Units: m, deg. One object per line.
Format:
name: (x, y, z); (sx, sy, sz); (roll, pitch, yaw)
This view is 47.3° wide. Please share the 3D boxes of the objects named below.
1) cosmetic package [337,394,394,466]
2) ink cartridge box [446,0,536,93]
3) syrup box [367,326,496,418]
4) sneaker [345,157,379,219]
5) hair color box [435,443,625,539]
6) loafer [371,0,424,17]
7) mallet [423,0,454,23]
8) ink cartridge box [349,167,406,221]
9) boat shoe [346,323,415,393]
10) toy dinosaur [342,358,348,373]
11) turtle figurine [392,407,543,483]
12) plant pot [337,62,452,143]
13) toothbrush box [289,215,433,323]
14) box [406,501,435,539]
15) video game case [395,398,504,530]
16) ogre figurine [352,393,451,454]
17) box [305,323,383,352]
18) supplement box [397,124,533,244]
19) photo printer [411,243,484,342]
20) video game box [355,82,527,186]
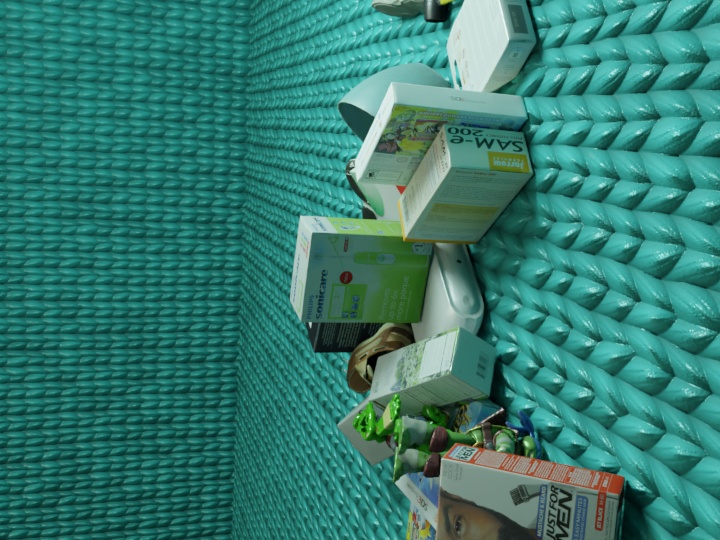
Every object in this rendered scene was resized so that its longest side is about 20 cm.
cosmetic package: (0.042, 0.274, 1.491); (0.108, 0.085, 0.200); (47, 153, 3)
ink cartridge box: (0.187, -0.334, 1.210); (0.200, 0.047, 0.161); (114, 151, -62)
syrup box: (0.105, 0.159, 1.239); (0.200, 0.081, 0.079); (-29, 37, 49)
sneaker: (0.053, -0.145, 1.584); (0.075, 0.115, 0.202); (2, 123, 42)
hair color box: (0.190, 0.275, 0.933); (0.064, 0.198, 0.112); (-14, -71, -65)
loafer: (0.085, -0.504, 1.500); (0.200, 0.071, 0.063); (28, 99, 63)
mallet: (0.156, -0.451, 1.315); (0.200, 0.041, 0.067); (-178, 86, -68)
ink cartridge box: (0.067, -0.114, 1.426); (0.162, 0.050, 0.200); (57, 171, -16)
boat shoe: (0.026, 0.160, 1.418); (0.200, 0.075, 0.074); (-55, 9, 45)
toy dinosaur: (0.040, 0.198, 1.540); (0.200, 0.101, 0.078); (152, 116, -71)
turtle figurine: (0.139, 0.264, 1.043); (0.144, 0.192, 0.202); (93, -175, -74)
plant pot: (0.081, -0.256, 1.342); (0.135, 0.200, 0.200); (-51, 18, -6)
toothbrush box: (0.000, 0.000, 1.288); (0.086, 0.198, 0.147); (-128, 44, -63)
box: (0.126, 0.398, 1.370); (0.137, 0.037, 0.202); (-138, 51, -66)
video game case: (0.131, 0.273, 1.264); (0.181, 0.045, 0.202); (27, 99, 68)
ogre figurine: (0.071, 0.240, 1.207); (0.200, 0.119, 0.099); (-44, 28, 51)
box: (0.001, 0.065, 1.508); (0.148, 0.198, 0.105); (-113, 30, -49)
supplement box: (0.145, -0.118, 1.189); (0.200, 0.125, 0.074); (122, 146, -57)
photo printer: (0.130, 0.048, 1.317); (0.167, 0.069, 0.201); (113, 152, -50)
video game box: (0.110, -0.186, 1.180); (0.182, 0.198, 0.047); (123, 145, -58)
